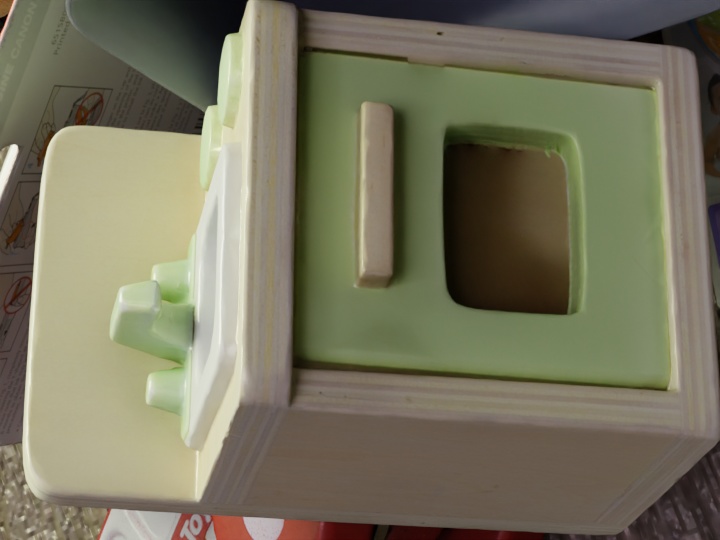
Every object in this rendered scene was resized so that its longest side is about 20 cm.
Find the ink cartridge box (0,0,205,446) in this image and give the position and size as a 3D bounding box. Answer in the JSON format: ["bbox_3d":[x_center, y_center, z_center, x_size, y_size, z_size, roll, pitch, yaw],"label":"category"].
[{"bbox_3d":[-0.121,-0.028,0.811,0.043,0.173,0.201,29,105,24],"label":"ink cartridge box"}]

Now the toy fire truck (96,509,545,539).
[{"bbox_3d":[-0.032,0.085,0.803,0.168,0.112,0.201,44,122,40],"label":"toy fire truck"}]

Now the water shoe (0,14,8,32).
[{"bbox_3d":[-0.132,-0.155,0.873,0.078,0.071,0.202,5,93,30],"label":"water shoe"}]

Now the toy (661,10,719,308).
[{"bbox_3d":[0.150,-0.096,0.732,0.114,0.047,0.202,-15,85,26],"label":"toy"}]

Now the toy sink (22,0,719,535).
[{"bbox_3d":[0.000,0.000,0.665,0.198,0.112,0.131,5,66,-10],"label":"toy sink"}]

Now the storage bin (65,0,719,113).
[{"bbox_3d":[0.022,-0.141,0.673,0.199,0.145,0.135,-15,62,32],"label":"storage bin"}]

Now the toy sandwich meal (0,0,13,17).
[{"bbox_3d":[-0.182,-0.161,0.784,0.204,0.205,0.071,-12,59,28],"label":"toy sandwich meal"}]
